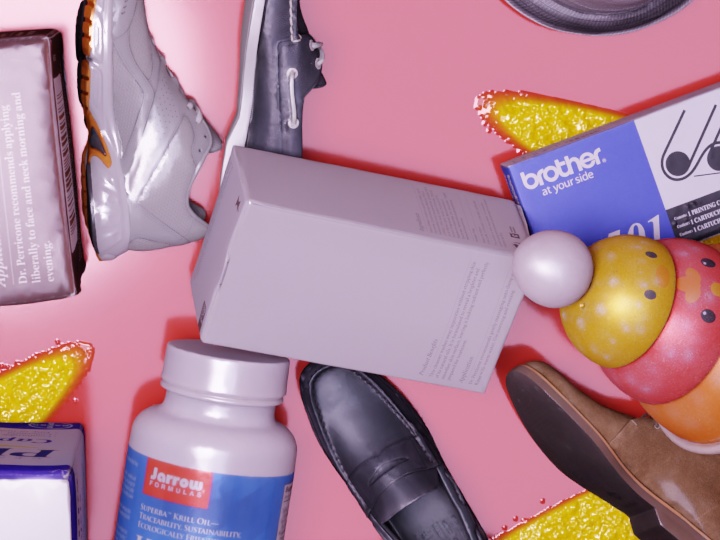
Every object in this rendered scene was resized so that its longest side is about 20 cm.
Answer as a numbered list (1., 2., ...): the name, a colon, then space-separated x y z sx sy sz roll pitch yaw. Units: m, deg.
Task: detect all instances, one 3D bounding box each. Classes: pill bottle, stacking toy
1. pill bottle: -0.102 0.150 1.680 0.112 0.112 0.200 7 96 -5
2. stacking toy: 0.177 0.026 1.634 0.200 0.146 0.146 20 95 -33

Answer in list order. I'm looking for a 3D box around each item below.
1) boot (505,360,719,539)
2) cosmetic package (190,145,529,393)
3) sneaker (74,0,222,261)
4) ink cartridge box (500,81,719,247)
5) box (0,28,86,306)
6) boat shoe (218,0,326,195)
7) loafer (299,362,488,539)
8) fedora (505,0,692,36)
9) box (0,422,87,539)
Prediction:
1. boot: 0.183 0.119 1.731 0.200 0.074 0.075 42 71 -11
2. cosmetic package: 0.000 0.000 1.654 0.200 0.081 0.113 13 119 -16
3. sneaker: -0.137 -0.108 1.674 0.092 0.076 0.200 -4 105 -12
4. ink cartridge box: 0.203 -0.062 1.713 0.200 0.044 0.094 -21 96 -2
5. box: -0.281 -0.063 1.614 0.200 0.164 0.166 -5 98 -4
6. boat shoe: -0.052 -0.125 1.675 0.060 0.076 0.200 8 108 -5
7. loafer: 0.029 0.141 1.710 0.068 0.070 0.201 -34 98 0
8. fedora: 0.152 -0.246 1.664 0.177 0.090 0.200 -35 98 0
9. box: -0.267 0.159 1.623 0.184 0.200 0.105 0 96 -5
